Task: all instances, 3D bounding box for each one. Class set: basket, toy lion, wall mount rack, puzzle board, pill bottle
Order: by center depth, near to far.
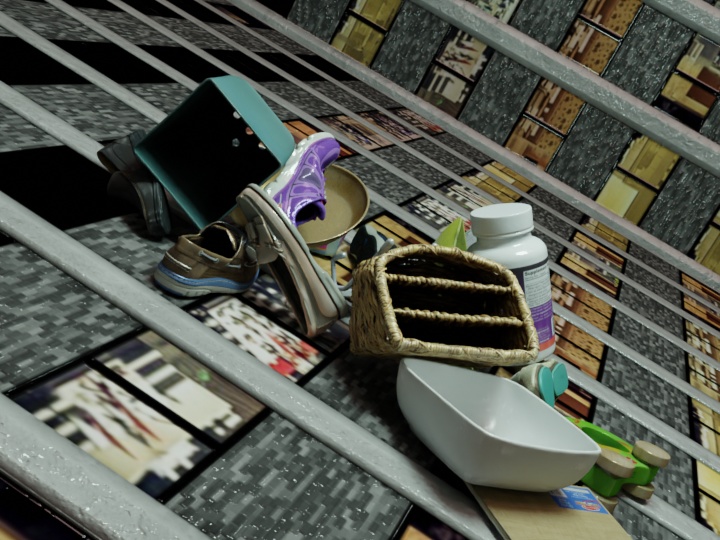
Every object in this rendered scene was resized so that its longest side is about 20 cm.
[{"bbox_3d":[0.215,0.278,1.126,0.199,0.017,0.151,15,21,-32],"label":"puzzle board"},{"bbox_3d":[0.101,0.038,1.250,0.199,0.144,0.149,7,-10,-21],"label":"basket"},{"bbox_3d":[0.272,0.223,1.330,0.191,0.069,0.199,31,15,34],"label":"toy lion"},{"bbox_3d":[0.000,0.000,1.389,0.173,0.075,0.199,-1,-1,33],"label":"wall mount rack"},{"bbox_3d":[0.198,0.017,1.396,0.111,0.202,0.111,-8,13,2],"label":"pill bottle"}]

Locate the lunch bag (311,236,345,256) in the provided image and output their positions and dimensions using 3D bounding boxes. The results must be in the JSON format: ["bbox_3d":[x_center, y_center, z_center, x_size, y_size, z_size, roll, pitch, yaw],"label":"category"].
[{"bbox_3d":[-0.097,-0.106,1.627,0.160,0.077,0.200,21,21,-23],"label":"lunch bag"}]

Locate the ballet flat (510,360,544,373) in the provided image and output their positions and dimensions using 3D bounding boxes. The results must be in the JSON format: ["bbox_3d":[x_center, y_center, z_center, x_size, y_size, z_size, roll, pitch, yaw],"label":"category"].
[{"bbox_3d":[0.243,0.118,1.589,0.067,0.047,0.200,19,19,-34],"label":"ballet flat"}]

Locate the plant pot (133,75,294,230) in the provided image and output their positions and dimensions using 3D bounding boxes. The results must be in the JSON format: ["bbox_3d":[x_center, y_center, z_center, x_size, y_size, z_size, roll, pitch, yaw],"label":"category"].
[{"bbox_3d":[-0.172,-0.168,1.383,0.142,0.141,0.200,50,19,-6],"label":"plant pot"}]

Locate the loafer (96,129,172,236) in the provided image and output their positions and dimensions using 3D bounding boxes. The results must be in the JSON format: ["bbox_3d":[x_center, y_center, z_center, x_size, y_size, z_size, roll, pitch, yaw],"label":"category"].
[{"bbox_3d":[-0.295,-0.107,1.365,0.072,0.073,0.200,-17,41,-11],"label":"loafer"}]

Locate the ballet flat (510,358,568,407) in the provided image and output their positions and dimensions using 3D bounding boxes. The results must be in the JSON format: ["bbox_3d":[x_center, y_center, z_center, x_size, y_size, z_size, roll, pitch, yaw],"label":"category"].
[{"bbox_3d":[0.226,0.154,1.358,0.062,0.068,0.200,-10,-5,20],"label":"ballet flat"}]

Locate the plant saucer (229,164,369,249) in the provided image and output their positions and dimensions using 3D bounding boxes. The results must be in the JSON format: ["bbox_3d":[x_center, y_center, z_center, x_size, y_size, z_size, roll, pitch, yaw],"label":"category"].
[{"bbox_3d":[-0.086,-0.086,1.458,0.198,0.036,0.201,1,39,0],"label":"plant saucer"}]

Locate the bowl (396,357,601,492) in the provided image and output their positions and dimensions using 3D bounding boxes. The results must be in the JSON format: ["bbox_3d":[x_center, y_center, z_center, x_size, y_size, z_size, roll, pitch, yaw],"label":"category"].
[{"bbox_3d":[0.145,0.180,1.168,0.199,0.075,0.200,14,13,-34],"label":"bowl"}]

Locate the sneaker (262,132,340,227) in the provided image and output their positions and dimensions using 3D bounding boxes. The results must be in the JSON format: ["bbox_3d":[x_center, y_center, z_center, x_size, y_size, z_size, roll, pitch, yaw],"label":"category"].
[{"bbox_3d":[-0.074,-0.106,1.413,0.083,0.081,0.200,26,52,7],"label":"sneaker"}]

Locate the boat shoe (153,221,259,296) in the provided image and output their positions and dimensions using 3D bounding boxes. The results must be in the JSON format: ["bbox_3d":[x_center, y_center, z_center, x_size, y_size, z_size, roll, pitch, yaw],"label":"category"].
[{"bbox_3d":[-0.169,-0.017,1.267,0.072,0.073,0.200,32,17,13],"label":"boat shoe"}]

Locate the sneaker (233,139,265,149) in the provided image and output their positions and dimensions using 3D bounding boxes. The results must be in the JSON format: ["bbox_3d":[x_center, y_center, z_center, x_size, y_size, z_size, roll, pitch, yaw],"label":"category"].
[{"bbox_3d":[-0.201,-0.187,1.743,0.199,0.078,0.079,22,-2,-38],"label":"sneaker"}]

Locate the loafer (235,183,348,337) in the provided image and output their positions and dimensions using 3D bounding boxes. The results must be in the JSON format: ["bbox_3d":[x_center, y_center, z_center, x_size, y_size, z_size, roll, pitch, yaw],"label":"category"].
[{"bbox_3d":[-0.093,-0.011,1.270,0.200,0.063,0.072,53,-19,-6],"label":"loafer"}]

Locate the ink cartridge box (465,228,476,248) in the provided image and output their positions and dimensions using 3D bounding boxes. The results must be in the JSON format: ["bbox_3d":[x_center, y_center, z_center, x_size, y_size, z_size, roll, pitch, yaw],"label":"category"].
[{"bbox_3d":[0.222,0.022,1.563,0.161,0.050,0.200,52,0,-14],"label":"ink cartridge box"}]

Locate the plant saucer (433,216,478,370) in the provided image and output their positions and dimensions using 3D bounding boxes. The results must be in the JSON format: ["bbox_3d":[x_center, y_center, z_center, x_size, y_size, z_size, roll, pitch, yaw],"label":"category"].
[{"bbox_3d":[0.129,0.043,1.458,0.047,0.201,0.200,-7,13,11],"label":"plant saucer"}]

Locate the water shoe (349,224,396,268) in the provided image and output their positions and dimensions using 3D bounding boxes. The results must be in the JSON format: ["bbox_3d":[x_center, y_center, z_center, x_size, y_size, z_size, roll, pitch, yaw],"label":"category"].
[{"bbox_3d":[0.036,-0.016,1.597,0.079,0.072,0.200,26,18,-15],"label":"water shoe"}]
